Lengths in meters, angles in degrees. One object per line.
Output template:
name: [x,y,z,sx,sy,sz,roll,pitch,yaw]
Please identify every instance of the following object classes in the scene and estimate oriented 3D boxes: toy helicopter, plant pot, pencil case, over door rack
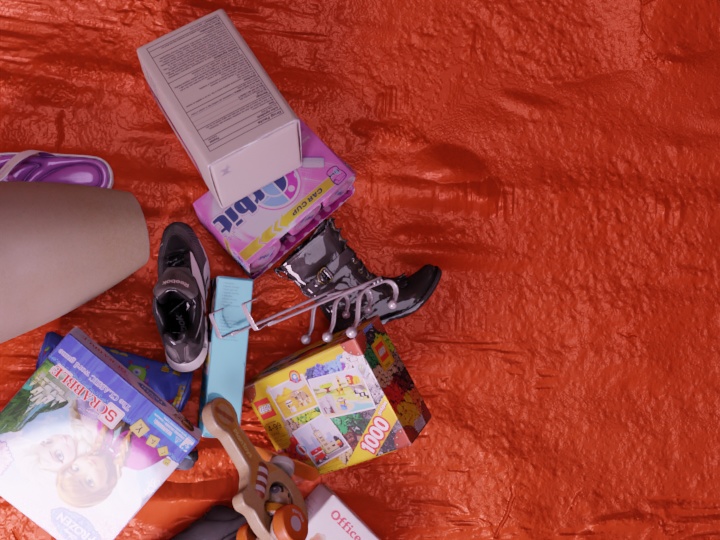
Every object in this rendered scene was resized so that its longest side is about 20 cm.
toy helicopter: [-0.123,0.239,0.961,0.078,0.132,0.202,-30,94,27]
plant pot: [-0.365,-0.029,0.952,0.198,0.186,0.190,-17,91,-32]
pencil case: [-0.312,0.141,0.991,0.197,0.078,0.088,17,53,-14]
over door rack: [-0.069,0.059,0.962,0.197,0.147,0.068,-9,86,-29]

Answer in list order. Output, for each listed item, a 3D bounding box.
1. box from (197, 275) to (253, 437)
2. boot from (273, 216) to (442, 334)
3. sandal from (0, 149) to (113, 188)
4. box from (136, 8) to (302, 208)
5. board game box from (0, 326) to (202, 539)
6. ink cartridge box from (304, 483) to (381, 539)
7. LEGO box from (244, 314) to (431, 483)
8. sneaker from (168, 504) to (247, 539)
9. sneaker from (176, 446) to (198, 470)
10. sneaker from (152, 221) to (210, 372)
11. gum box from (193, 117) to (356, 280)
box: [-0.178,0.112,1.033,0.048,0.082,0.204,6,84,-16]
boot: [0.000,0.000,1.100,0.199,0.069,0.175,-36,97,-13]
sandal: [-0.416,-0.115,0.993,0.200,0.050,0.084,-13,90,-17]
box: [-0.176,-0.205,1.003,0.127,0.109,0.201,-29,70,-13]
board game box: [-0.327,0.208,0.933,0.200,0.041,0.200,41,91,-10]
ink cartridge box: [-0.062,0.410,1.046,0.145,0.083,0.200,46,76,-9]
LEGO box: [-0.031,0.168,1.014,0.150,0.198,0.077,60,32,-4]
sneaker: [-0.198,0.354,1.019,0.197,0.091,0.077,-15,126,2]
sneaker: [-0.306,0.238,1.000,0.197,0.079,0.097,11,94,-8]
sneaker: [-0.226,0.020,0.996,0.065,0.091,0.203,-6,67,-4]
gum box: [-0.109,-0.100,1.058,0.200,0.066,0.114,-42,77,-15]
